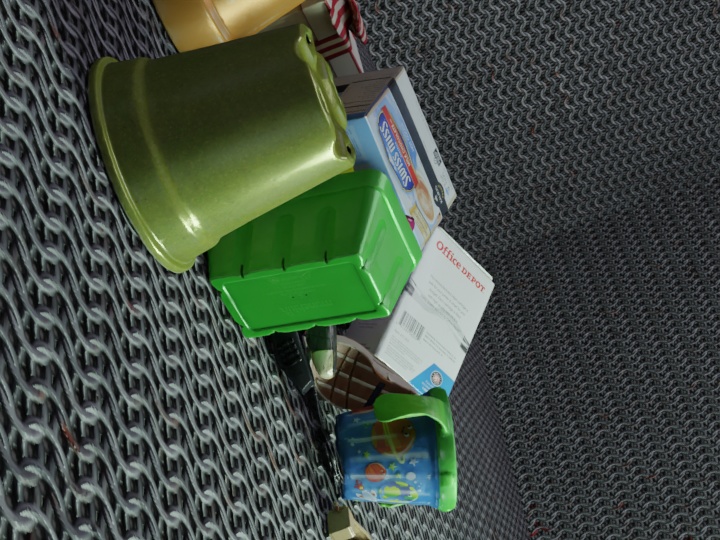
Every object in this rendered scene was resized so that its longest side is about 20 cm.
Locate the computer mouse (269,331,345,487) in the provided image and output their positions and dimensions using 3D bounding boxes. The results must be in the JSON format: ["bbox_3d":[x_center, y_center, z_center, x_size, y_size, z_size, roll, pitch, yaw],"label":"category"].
[{"bbox_3d":[-0.059,0.140,1.346,0.059,0.034,0.202,-146,-142,-88],"label":"computer mouse"}]

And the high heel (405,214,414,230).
[{"bbox_3d":[0.000,0.000,1.529,0.067,0.200,0.097,18,61,-28],"label":"high heel"}]

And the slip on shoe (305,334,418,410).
[{"bbox_3d":[-0.006,0.122,1.458,0.200,0.076,0.061,30,7,-45],"label":"slip on shoe"}]

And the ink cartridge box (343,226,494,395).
[{"bbox_3d":[0.076,0.062,1.658,0.146,0.085,0.201,41,62,-34],"label":"ink cartridge box"}]

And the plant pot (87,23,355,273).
[{"bbox_3d":[-0.109,-0.123,1.093,0.200,0.183,0.202,-20,90,-81],"label":"plant pot"}]

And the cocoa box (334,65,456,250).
[{"bbox_3d":[0.012,-0.132,1.581,0.131,0.132,0.201,-56,131,-45],"label":"cocoa box"}]

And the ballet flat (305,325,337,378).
[{"bbox_3d":[-0.062,0.024,1.359,0.067,0.056,0.202,101,-25,-69],"label":"ballet flat"}]

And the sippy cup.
[{"bbox_3d":[0.037,0.206,1.417,0.140,0.129,0.179,-100,-174,-74],"label":"sippy cup"}]

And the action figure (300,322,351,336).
[{"bbox_3d":[-0.055,-0.029,1.468,0.118,0.102,0.202,1,69,-32],"label":"action figure"}]

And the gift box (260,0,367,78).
[{"bbox_3d":[-0.098,-0.334,1.619,0.200,0.185,0.186,56,16,-62],"label":"gift box"}]

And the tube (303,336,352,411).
[{"bbox_3d":[-0.026,0.136,1.530,0.058,0.052,0.200,31,-3,24],"label":"tube"}]

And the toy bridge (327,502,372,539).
[{"bbox_3d":[0.009,0.327,1.378,0.067,0.027,0.201,-99,167,-59],"label":"toy bridge"}]

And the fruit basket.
[{"bbox_3d":[-0.050,-0.053,1.253,0.217,0.214,0.156,-100,167,-47],"label":"fruit basket"}]

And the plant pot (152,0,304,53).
[{"bbox_3d":[-0.137,-0.354,1.422,0.200,0.182,0.202,-19,90,-82],"label":"plant pot"}]
